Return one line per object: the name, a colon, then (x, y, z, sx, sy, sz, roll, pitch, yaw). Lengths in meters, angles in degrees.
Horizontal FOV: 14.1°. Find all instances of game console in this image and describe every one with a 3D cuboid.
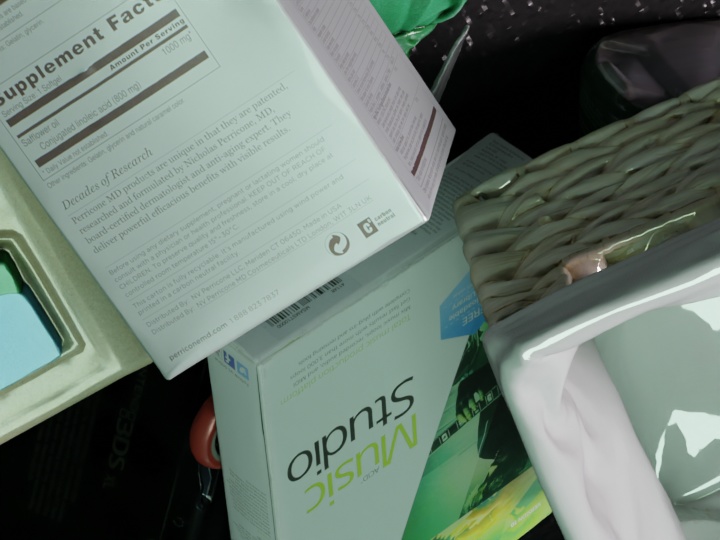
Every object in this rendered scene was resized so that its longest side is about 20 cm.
game console: (-0.064, 0.039, 1.161, 0.176, 0.116, 0.200, 21, 119, 10)

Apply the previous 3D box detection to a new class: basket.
basket: (0.127, 0.046, 1.039, 0.135, 0.123, 0.200, -23, 124, 4)

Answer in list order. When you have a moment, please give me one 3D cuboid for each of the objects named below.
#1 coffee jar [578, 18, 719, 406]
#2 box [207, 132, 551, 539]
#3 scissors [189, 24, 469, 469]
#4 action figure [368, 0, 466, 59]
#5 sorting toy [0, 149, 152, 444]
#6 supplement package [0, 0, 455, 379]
coffee jar: (0.132, 0.005, 1.141, 0.104, 0.085, 0.200, -7, 123, -17)
box: (0.012, 0.060, 1.121, 0.144, 0.036, 0.200, -34, 143, -25)
scissors: (0.000, 0.000, 1.096, 0.073, 0.014, 0.200, 24, 100, -54)
action figure: (0.013, -0.156, 1.031, 0.118, 0.055, 0.200, -2, 119, -13)
sorting toy: (-0.199, 0.001, 1.067, 0.200, 0.036, 0.185, -27, 106, 7)
supplement package: (-0.070, -0.086, 0.983, 0.109, 0.114, 0.200, -32, 101, 15)
